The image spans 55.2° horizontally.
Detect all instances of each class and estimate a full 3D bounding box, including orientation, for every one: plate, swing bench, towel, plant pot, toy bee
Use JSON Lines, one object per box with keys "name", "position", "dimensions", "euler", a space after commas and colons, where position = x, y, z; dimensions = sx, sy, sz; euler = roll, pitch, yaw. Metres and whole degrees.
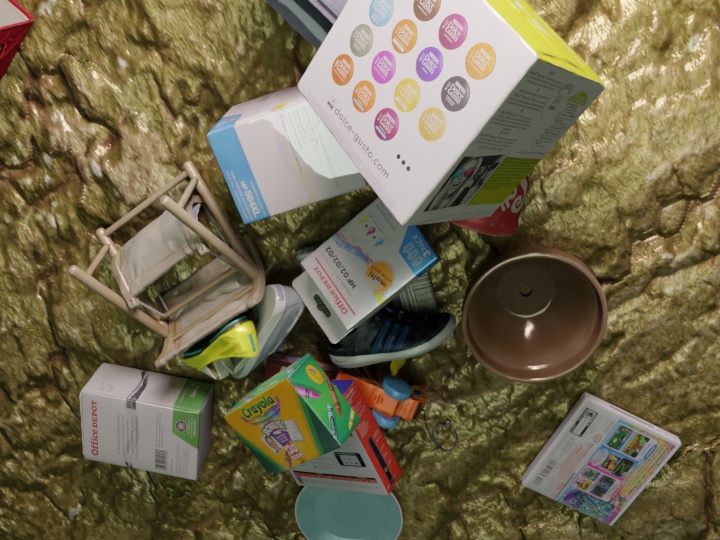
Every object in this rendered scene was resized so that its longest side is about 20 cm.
{"name": "plate", "position": [-0.020, 0.432, 1.230], "dimensions": [0.194, 0.026, 0.205], "euler": [3, 116, 6]}
{"name": "swing bench", "position": [-0.265, -0.004, 0.988], "dimensions": [0.196, 0.131, 0.201], "euler": [-30, 115, 18]}
{"name": "towel", "position": [0.017, 0.036, 1.032], "dimensions": [0.187, 0.035, 0.205], "euler": [-13, 112, 9]}
{"name": "plant pot", "position": [0.239, 0.048, 0.974], "dimensions": [0.195, 0.093, 0.206], "euler": [2, 117, 4]}
{"name": "toy bee", "position": [0.056, 0.201, 1.061], "dimensions": [0.200, 0.109, 0.131], "euler": [46, 110, 4]}

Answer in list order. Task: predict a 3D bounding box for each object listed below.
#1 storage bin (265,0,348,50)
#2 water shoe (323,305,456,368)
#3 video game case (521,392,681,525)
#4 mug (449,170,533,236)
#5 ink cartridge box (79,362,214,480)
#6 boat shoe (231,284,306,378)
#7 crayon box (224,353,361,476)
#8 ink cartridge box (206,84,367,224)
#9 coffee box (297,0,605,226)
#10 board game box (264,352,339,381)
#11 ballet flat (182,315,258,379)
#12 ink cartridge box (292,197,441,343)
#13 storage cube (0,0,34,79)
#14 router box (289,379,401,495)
{"name": "storage bin", "position": [-0.038, -0.351, 0.796], "dimensions": [0.199, 0.145, 0.135], "euler": [40, 87, -13]}
{"name": "water shoe", "position": [0.039, 0.083, 0.994], "dimensions": [0.195, 0.072, 0.081], "euler": [-17, 108, 10]}
{"name": "video game case", "position": [0.389, 0.313, 1.127], "dimensions": [0.178, 0.024, 0.203], "euler": [25, 115, -6]}
{"name": "mug", "position": [0.148, -0.168, 0.855], "dimensions": [0.173, 0.134, 0.205], "euler": [12, 114, -11]}
{"name": "ink cartridge box", "position": [-0.352, 0.249, 1.143], "dimensions": [0.194, 0.085, 0.150], "euler": [11, 117, 1]}
{"name": "boat shoe", "position": [-0.140, 0.099, 1.050], "dimensions": [0.070, 0.071, 0.202], "euler": [7, 136, -32]}
{"name": "crayon box", "position": [-0.102, 0.211, 0.987], "dimensions": [0.120, 0.058, 0.199], "euler": [51, 136, -3]}
{"name": "ink cartridge box", "position": [-0.070, -0.164, 0.883], "dimensions": [0.195, 0.129, 0.128], "euler": [-14, 115, 13]}
{"name": "coffee box", "position": [0.094, -0.192, 0.711], "dimensions": [0.201, 0.198, 0.199], "euler": [53, 122, 20]}
{"name": "board game box", "position": [-0.062, 0.198, 1.123], "dimensions": [0.194, 0.020, 0.106], "euler": [11, 116, 1]}
{"name": "ballet flat", "position": [-0.210, 0.127, 1.036], "dimensions": [0.198, 0.066, 0.068], "euler": [-29, 90, 49]}
{"name": "ink cartridge box", "position": [0.000, 0.000, 0.947], "dimensions": [0.199, 0.068, 0.116], "euler": [-39, 83, 8]}
{"name": "storage cube", "position": [-0.554, -0.289, 0.852], "dimensions": [0.199, 0.172, 0.180], "euler": [40, 114, -14]}
{"name": "router box", "position": [-0.055, 0.257, 1.066], "dimensions": [0.196, 0.049, 0.183], "euler": [-7, 117, 39]}
